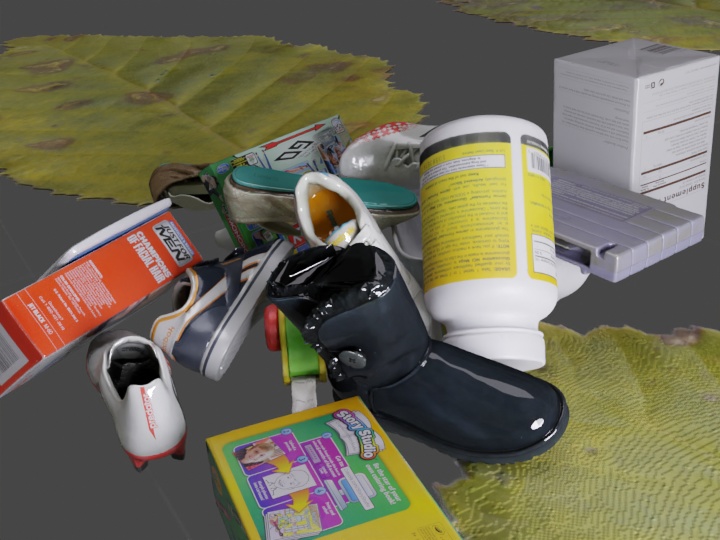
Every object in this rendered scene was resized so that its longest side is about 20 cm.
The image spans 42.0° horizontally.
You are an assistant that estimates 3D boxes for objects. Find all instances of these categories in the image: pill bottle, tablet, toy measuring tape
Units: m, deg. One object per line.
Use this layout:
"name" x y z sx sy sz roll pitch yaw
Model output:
"pill bottle" 0.107 -0.018 0.791 0.111 0.202 0.113 0 -14 0
"tablet" -0.273 -0.004 0.908 0.200 0.014 0.130 -34 3 43
"toy measuring tape" -0.050 0.065 0.802 0.073 0.074 0.200 -5 26 -1

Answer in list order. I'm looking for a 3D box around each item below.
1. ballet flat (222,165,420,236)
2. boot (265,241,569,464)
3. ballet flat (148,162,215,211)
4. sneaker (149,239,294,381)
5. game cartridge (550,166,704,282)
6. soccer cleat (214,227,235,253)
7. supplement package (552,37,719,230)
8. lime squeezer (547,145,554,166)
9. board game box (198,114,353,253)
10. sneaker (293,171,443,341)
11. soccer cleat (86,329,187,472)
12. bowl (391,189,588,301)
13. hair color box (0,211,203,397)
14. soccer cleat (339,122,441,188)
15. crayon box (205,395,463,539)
"ballet flat" -0.039 -0.062 0.939 0.198 0.063 0.068 10 33 6
"boot" 0.040 0.059 0.677 0.199 0.169 0.077 8 55 29
"ballet flat" -0.173 -0.106 1.187 0.198 0.068 0.073 -3 46 4
"sneaker" -0.126 0.018 0.881 0.079 0.079 0.200 23 32 5
"game cartridge" 0.200 -0.049 0.875 0.129 0.039 0.200 -16 29 -34
"soccer cleat" -0.091 -0.076 1.102 0.077 0.070 0.200 8 32 31
"supplement package" 0.285 -0.127 0.989 0.119 0.201 0.121 -19 30 -26
"lime squeezer" 0.267 -0.152 1.231 0.199 0.038 0.071 -12 27 -14
"board game box" -0.068 -0.082 1.037 0.200 0.135 0.029 -30 4 -41
"sneaker" 0.000 0.000 0.833 0.076 0.081 0.200 -36 70 -1
"soccer cleat" -0.187 0.082 0.770 0.068 0.086 0.200 -14 27 -18
"bowl" 0.132 -0.025 0.951 0.198 0.075 0.200 -4 26 2
"hair color box" -0.251 0.029 0.859 0.111 0.064 0.200 -34 4 42
"soccer cleat" 0.078 -0.117 0.975 0.198 0.069 0.085 -7 21 -16
"crayon box" -0.018 0.166 0.603 0.118 0.059 0.200 -13 27 -18
